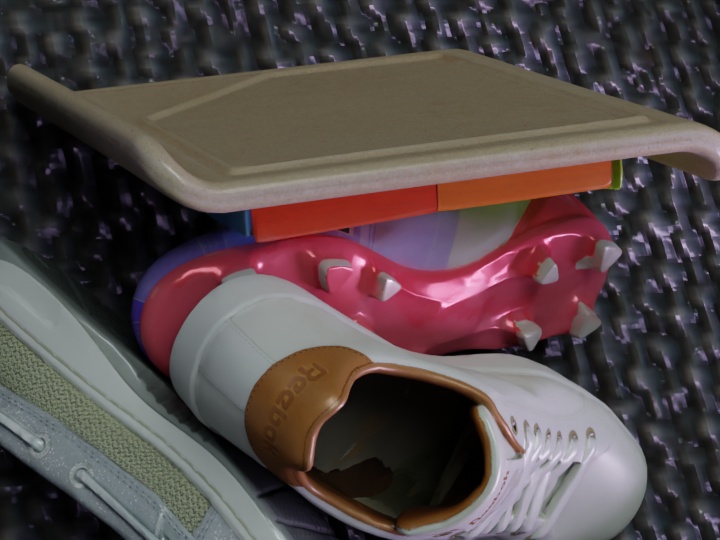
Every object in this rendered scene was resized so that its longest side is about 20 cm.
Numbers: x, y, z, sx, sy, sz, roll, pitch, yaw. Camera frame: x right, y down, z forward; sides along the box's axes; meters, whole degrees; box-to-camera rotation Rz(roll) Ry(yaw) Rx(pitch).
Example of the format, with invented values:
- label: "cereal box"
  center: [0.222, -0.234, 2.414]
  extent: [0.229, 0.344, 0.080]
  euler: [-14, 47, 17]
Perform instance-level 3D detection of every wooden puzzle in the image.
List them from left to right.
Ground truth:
- label: "wooden puzzle"
  center: [-0.003, -0.044, 0.779]
  extent: [0.199, 0.185, 0.037]
  euler: [-3, 104, -22]

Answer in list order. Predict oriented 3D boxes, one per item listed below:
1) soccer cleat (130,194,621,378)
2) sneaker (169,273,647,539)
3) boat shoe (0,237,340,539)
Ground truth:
- label: "soccer cleat"
  center: [0.000, 0.000, 0.787]
  extent: [0.199, 0.067, 0.076]
  euler: [-9, 33, -36]
- label: "sneaker"
  center: [0.033, 0.066, 0.734]
  extent: [0.200, 0.073, 0.085]
  euler: [20, 12, -41]
- label: "boat shoe"
  center: [-0.066, 0.074, 0.731]
  extent: [0.202, 0.074, 0.065]
  euler: [43, 93, 17]
